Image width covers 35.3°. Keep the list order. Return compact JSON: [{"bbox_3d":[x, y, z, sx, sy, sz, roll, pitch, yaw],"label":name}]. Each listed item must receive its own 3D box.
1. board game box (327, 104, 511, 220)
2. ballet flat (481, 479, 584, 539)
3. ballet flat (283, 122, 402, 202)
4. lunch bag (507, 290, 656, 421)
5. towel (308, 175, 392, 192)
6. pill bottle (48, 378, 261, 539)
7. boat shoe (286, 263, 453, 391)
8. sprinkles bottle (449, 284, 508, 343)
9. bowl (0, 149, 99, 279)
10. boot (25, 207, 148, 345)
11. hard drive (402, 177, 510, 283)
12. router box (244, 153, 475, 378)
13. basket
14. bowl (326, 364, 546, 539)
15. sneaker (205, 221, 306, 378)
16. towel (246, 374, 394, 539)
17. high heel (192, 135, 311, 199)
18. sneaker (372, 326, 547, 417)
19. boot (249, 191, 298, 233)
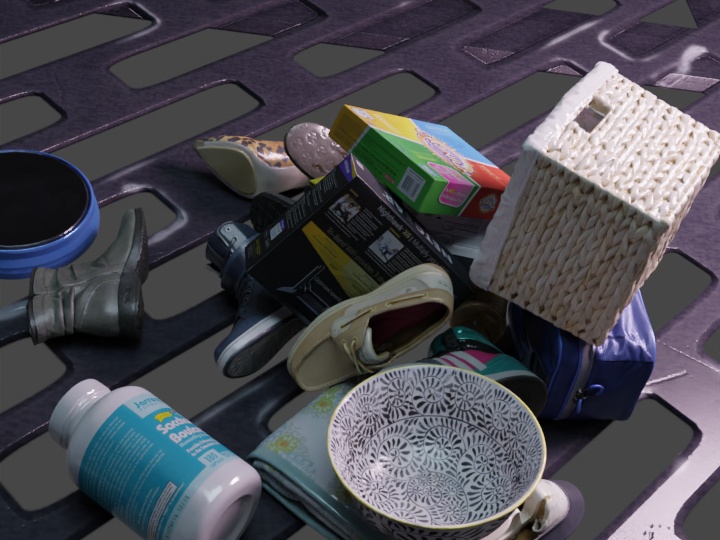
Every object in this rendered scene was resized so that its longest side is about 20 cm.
[{"bbox_3d":[0.080,-0.116,1.254,0.153,0.041,0.199,43,24,30],"label":"board game box"},{"bbox_3d":[0.154,0.246,1.101,0.198,0.074,0.073,-22,51,-32],"label":"ballet flat"},{"bbox_3d":[-0.017,-0.129,1.421,0.198,0.068,0.046,21,-2,-31],"label":"ballet flat"},{"bbox_3d":[0.234,0.074,1.254,0.130,0.137,0.202,4,44,-8],"label":"lunch bag"},{"bbox_3d":[0.042,-0.119,1.379,0.198,0.018,0.086,-21,32,-26],"label":"towel"},{"bbox_3d":[-0.197,0.183,1.057,0.199,0.112,0.111,31,45,20],"label":"pill bottle"},{"bbox_3d":[0.010,0.068,1.164,0.199,0.074,0.069,-35,28,11],"label":"boat shoe"},{"bbox_3d":[0.151,0.000,1.367,0.067,0.069,0.201,13,42,2],"label":"sprinkles bottle"},{"bbox_3d":[-0.410,-0.072,1.340,0.198,0.040,0.202,6,43,-6],"label":"bowl"},{"bbox_3d":[-0.306,0.000,1.270,0.129,0.068,0.201,0,42,-5],"label":"boot"},{"bbox_3d":[0.115,-0.059,1.335,0.138,0.038,0.200,13,35,15],"label":"hard drive"},{"bbox_3d":[0.000,0.000,1.195,0.200,0.157,0.052,43,17,-28],"label":"router box"},{"bbox_3d":[0.241,-0.064,1.161,0.160,0.201,0.198,33,47,14],"label":"basket"},{"bbox_3d":[0.066,0.189,1.045,0.198,0.095,0.202,2,37,-1],"label":"bowl"},{"bbox_3d":[-0.135,0.028,1.254,0.146,0.077,0.202,37,37,10],"label":"sneaker"},{"bbox_3d":[0.010,0.202,1.135,0.199,0.049,0.171,34,44,23],"label":"towel"},{"bbox_3d":[-0.109,-0.149,1.480,0.198,0.072,0.143,21,34,11],"label":"high heel"},{"bbox_3d":[0.084,0.109,1.186,0.197,0.085,0.121,5,17,-23],"label":"sneaker"},{"bbox_3d":[-0.027,-0.054,1.362,0.198,0.070,0.132,30,38,2],"label":"boot"}]
